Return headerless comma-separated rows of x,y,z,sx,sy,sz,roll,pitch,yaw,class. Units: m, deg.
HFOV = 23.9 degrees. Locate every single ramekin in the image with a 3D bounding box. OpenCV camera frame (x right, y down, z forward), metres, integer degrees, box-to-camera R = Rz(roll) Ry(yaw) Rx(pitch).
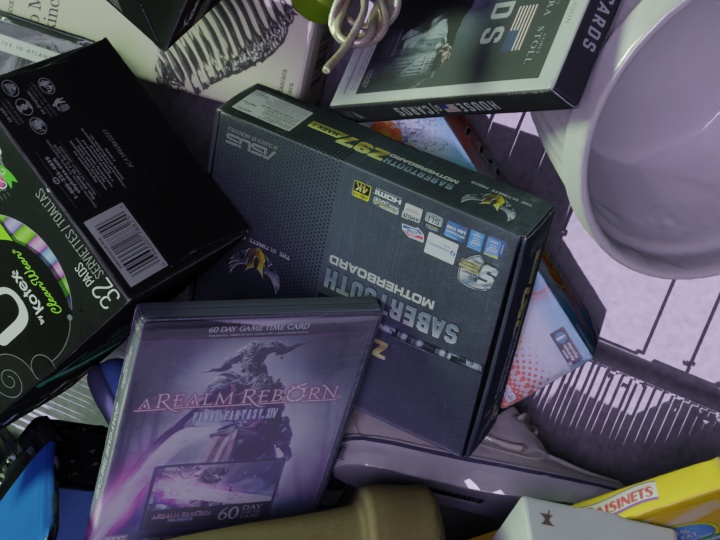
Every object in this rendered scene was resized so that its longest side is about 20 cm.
0.186,-0.105,0.926,0.200,0.105,0.201,-13,131,-16,ramekin

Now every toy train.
-0.005,-0.165,0.923,0.085,0.116,0.200,36,62,-15,toy train

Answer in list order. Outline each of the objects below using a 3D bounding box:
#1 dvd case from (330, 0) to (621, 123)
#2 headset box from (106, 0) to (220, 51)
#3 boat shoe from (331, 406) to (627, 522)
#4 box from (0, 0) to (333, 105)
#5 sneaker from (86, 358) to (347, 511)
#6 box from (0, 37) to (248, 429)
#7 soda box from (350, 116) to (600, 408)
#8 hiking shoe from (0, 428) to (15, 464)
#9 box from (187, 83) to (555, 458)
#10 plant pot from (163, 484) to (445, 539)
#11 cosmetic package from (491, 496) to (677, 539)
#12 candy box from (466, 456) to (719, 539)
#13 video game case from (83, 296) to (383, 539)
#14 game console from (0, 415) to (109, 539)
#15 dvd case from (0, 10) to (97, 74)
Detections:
0.072,-0.153,0.924,0.025,0.200,0.151,31,75,-31,dvd case
-0.095,-0.246,0.967,0.149,0.200,0.077,41,149,1,headset box
0.083,0.113,1.051,0.199,0.071,0.070,13,66,-5,boat shoe
-0.117,-0.158,1.035,0.199,0.068,0.082,15,111,8,box
-0.084,0.100,1.054,0.082,0.074,0.200,-44,127,12,sneaker
-0.197,-0.010,0.992,0.200,0.124,0.149,-38,88,36,box
0.065,-0.022,1.030,0.068,0.064,0.200,-31,95,16,soda box
-0.333,0.126,1.125,0.199,0.101,0.076,1,100,11,hiking shoe
0.000,0.000,0.991,0.200,0.051,0.158,25,126,18,box
-0.049,0.216,0.975,0.174,0.200,0.201,5,103,-6,plant pot
0.103,0.228,1.014,0.101,0.071,0.200,14,133,-15,cosmetic package
0.144,0.175,1.036,0.200,0.026,0.102,-22,136,20,candy box
-0.077,0.099,0.981,0.142,0.019,0.200,-1,129,-25,video game case
-0.208,0.203,1.062,0.200,0.171,0.118,-51,55,17,game console
-0.242,-0.077,1.072,0.148,0.016,0.200,19,126,8,dvd case
